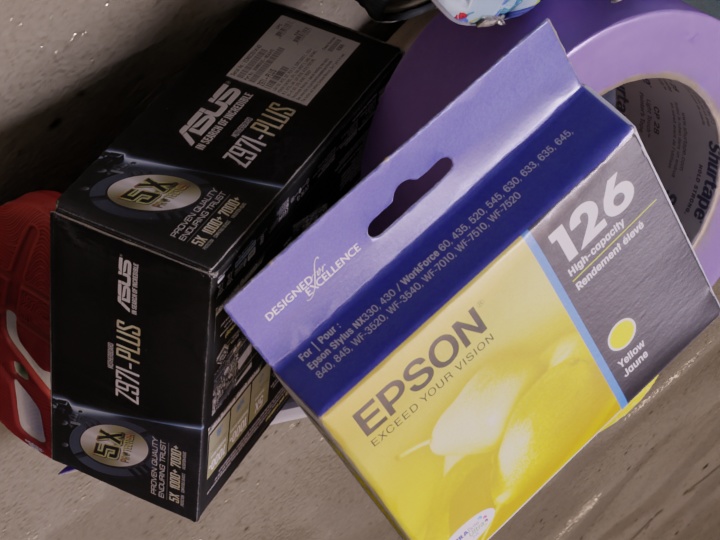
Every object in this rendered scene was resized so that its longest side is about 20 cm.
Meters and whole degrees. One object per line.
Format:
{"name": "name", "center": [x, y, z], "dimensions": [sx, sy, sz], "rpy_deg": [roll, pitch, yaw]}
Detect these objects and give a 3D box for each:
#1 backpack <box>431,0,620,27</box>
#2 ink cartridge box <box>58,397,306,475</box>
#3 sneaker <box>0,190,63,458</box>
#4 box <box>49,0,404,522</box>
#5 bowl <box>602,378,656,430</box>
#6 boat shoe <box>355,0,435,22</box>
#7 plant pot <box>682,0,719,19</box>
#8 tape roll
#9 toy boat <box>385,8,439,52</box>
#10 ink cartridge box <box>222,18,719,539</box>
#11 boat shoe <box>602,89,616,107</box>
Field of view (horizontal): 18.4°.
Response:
{"name": "backpack", "center": [0.087, -0.206, 0.996], "dimensions": [0.147, 0.183, 0.200], "rpy_deg": [-29, 172, 31]}
{"name": "ink cartridge box", "center": [-0.060, 0.062, 1.267], "dimensions": [0.200, 0.043, 0.198], "rpy_deg": [-14, -177, 7]}
{"name": "sneaker", "center": [-0.141, 0.002, 1.143], "dimensions": [0.116, 0.078, 0.200], "rpy_deg": [-50, 166, -33]}
{"name": "box", "center": [-0.065, -0.009, 1.083], "dimensions": [0.200, 0.086, 0.164], "rpy_deg": [-53, 157, -44]}
{"name": "bowl", "center": [0.153, 0.000, 1.425], "dimensions": [0.108, 0.200, 0.200], "rpy_deg": [-22, 163, 15]}
{"name": "boat shoe", "center": [0.052, -0.168, 1.154], "dimensions": [0.200, 0.060, 0.076], "rpy_deg": [-24, 150, -43]}
{"name": "plant pot", "center": [0.245, -0.142, 1.388], "dimensions": [0.196, 0.196, 0.200], "rpy_deg": [-15, 132, -51]}
{"name": "tape roll", "center": [0.104, -0.051, 1.106], "dimensions": [0.200, 0.085, 0.200], "rpy_deg": [-21, 128, -30]}
{"name": "toy boat", "center": [0.071, -0.071, 1.270], "dimensions": [0.131, 0.131, 0.200], "rpy_deg": [-47, 159, 7]}
{"name": "ink cartridge box", "center": [0.062, 0.019, 1.025], "dimensions": [0.198, 0.047, 0.200], "rpy_deg": [-42, 137, -7]}
{"name": "boat shoe", "center": [0.150, -0.117, 1.269], "dimensions": [0.069, 0.084, 0.200], "rpy_deg": [-8, 140, 8]}
